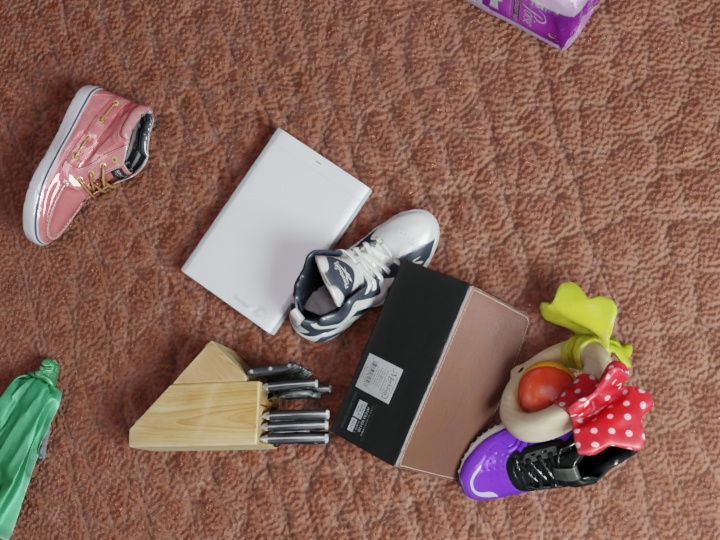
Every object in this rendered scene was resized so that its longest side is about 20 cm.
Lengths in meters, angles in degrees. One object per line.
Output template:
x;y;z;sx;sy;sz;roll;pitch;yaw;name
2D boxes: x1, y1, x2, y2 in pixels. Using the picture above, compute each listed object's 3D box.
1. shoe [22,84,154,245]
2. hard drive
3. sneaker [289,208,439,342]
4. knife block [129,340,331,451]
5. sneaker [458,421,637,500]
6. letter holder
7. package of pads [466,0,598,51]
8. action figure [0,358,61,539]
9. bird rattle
-0.314;-0.114;1.199;0.091;0.071;0.200;19;82;16;shoe
-0.097;-0.046;1.182;0.132;0.026;0.200;34;89;11;hard drive
0.000;0.000;1.109;0.199;0.130;0.080;-33;81;3;sneaker
-0.129;0.172;1.126;0.200;0.064;0.176;-47;67;1;knife block
0.197;0.193;1.064;0.200;0.100;0.070;-24;106;5;sneaker
0.082;0.111;1.110;0.101;0.142;0.200;22;88;42;letter holder
0.163;-0.329;1.127;0.200;0.121;0.076;32;84;11;package of pads
-0.400;0.193;1.186;0.118;0.055;0.200;24;81;12;action figure
0.216;0.122;1.048;0.163;0.200;0.113;-33;119;30;bird rattle
